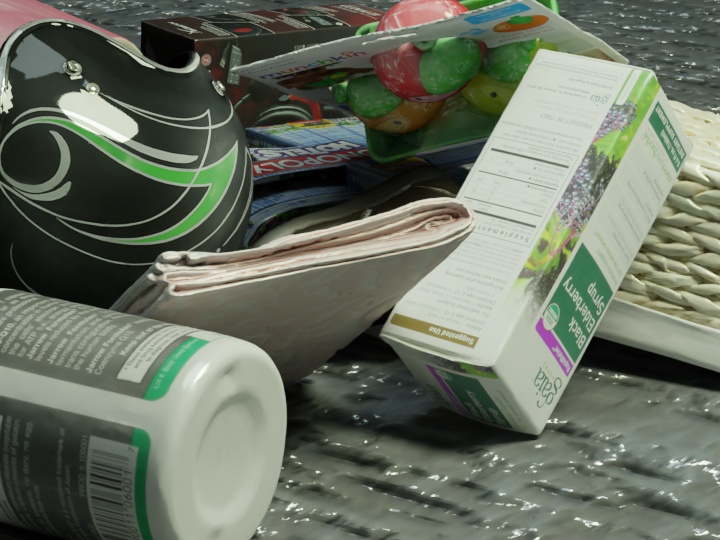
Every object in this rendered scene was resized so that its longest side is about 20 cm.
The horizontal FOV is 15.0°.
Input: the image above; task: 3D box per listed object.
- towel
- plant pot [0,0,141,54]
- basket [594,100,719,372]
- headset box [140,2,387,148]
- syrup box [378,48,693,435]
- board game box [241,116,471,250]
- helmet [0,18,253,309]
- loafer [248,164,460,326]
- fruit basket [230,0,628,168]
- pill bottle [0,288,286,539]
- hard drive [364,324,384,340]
[{"bbox_3d":[-0.061,0.024,1.434,0.191,0.032,0.200,-11,-17,-33],"label":"towel"},{"bbox_3d":[-0.238,-0.100,1.741,0.179,0.200,0.200,10,17,25],"label":"plant pot"},{"bbox_3d":[0.222,-0.017,1.631,0.200,0.123,0.136,16,19,19],"label":"basket"},{"bbox_3d":[-0.051,-0.103,1.881,0.200,0.149,0.075,-8,19,-34],"label":"headset box"},{"bbox_3d":[0.100,-0.017,1.513,0.081,0.200,0.079,15,-24,35],"label":"syrup box"},{"bbox_3d":[-0.018,-0.044,1.746,0.200,0.062,0.200,-8,18,-35],"label":"board game box"},{"bbox_3d":[-0.157,-0.042,1.563,0.191,0.200,0.200,18,7,-30],"label":"helmet"},{"bbox_3d":[0.000,0.000,1.602,0.200,0.073,0.071,-34,43,-31],"label":"loafer"},{"bbox_3d":[0.046,-0.116,1.624,0.185,0.094,0.200,-12,-5,20],"label":"fruit basket"},{"bbox_3d":[-0.146,0.070,1.314,0.200,0.113,0.113,12,18,27],"label":"pill bottle"},{"bbox_3d":[0.019,0.007,1.728,0.132,0.025,0.200,-10,20,-39],"label":"hard drive"}]
